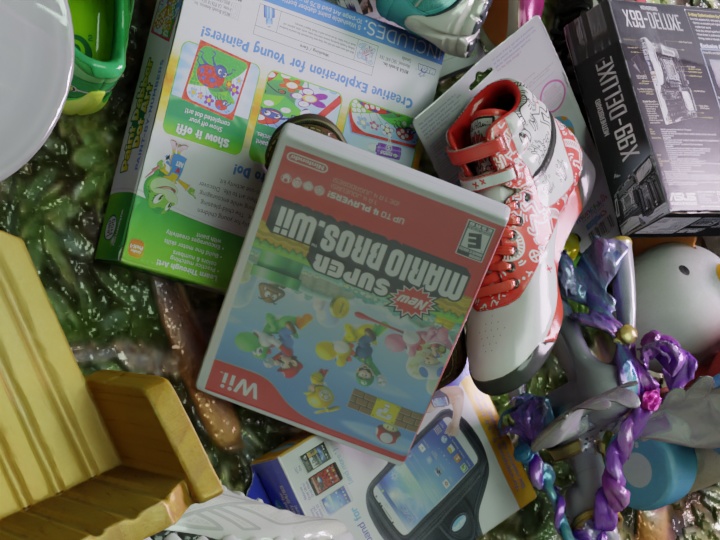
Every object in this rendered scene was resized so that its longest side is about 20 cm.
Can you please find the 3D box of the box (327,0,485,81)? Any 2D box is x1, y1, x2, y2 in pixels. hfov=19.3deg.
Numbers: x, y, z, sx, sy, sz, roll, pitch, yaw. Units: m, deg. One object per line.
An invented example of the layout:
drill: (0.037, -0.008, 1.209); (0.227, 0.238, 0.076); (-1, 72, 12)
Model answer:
box: (-0.007, -0.213, 1.454); (0.144, 0.036, 0.201); (-23, 93, -36)

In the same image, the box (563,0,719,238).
box: (0.245, -0.105, 1.492); (0.199, 0.050, 0.159); (-2, 71, -40)

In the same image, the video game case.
video game case: (-0.008, 0.018, 1.281); (0.142, 0.201, 0.017); (20, 35, -1)

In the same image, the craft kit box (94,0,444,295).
craft kit box: (-0.054, -0.077, 1.356); (0.199, 0.048, 0.199); (17, 81, -31)

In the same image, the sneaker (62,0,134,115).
sneaker: (-0.171, -0.199, 1.306); (0.074, 0.083, 0.202); (-5, 81, -35)

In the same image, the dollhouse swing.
dollhouse swing: (-0.214, 0.074, 1.150); (0.199, 0.181, 0.177); (-22, 99, -24)

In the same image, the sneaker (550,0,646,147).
sneaker: (0.161, -0.148, 1.531); (0.097, 0.071, 0.202); (7, 76, -36)

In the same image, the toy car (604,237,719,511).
toy car: (0.248, 0.042, 1.498); (0.184, 0.177, 0.201); (-12, 73, -46)

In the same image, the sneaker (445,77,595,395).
sneaker: (0.085, -0.028, 1.342); (0.108, 0.067, 0.202); (47, 47, -34)

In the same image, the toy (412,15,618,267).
toy: (0.103, -0.069, 1.451); (0.115, 0.047, 0.201); (-41, 127, -15)

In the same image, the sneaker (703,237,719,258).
sneaker: (0.309, -0.093, 1.616); (0.110, 0.077, 0.202); (-6, 76, -26)

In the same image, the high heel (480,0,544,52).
high heel: (0.133, -0.215, 1.514); (0.095, 0.067, 0.201); (16, 45, -21)

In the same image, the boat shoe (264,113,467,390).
boat shoe: (0.000, 0.000, 1.317); (0.201, 0.072, 0.068); (54, 11, -14)

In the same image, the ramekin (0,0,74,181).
ramekin: (-0.272, -0.128, 1.213); (0.201, 0.094, 0.204); (9, 74, -32)

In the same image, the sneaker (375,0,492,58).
sneaker: (0.054, -0.227, 1.419); (0.079, 0.078, 0.201); (17, 43, -7)

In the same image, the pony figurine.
pony figurine: (0.162, 0.082, 1.378); (0.165, 0.193, 0.201); (3, 58, -25)

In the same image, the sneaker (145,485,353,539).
sneaker: (-0.098, 0.152, 1.273); (0.198, 0.075, 0.082); (4, 62, -23)

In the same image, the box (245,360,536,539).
box: (0.017, 0.142, 1.381); (0.199, 0.041, 0.120); (-30, 96, -38)
